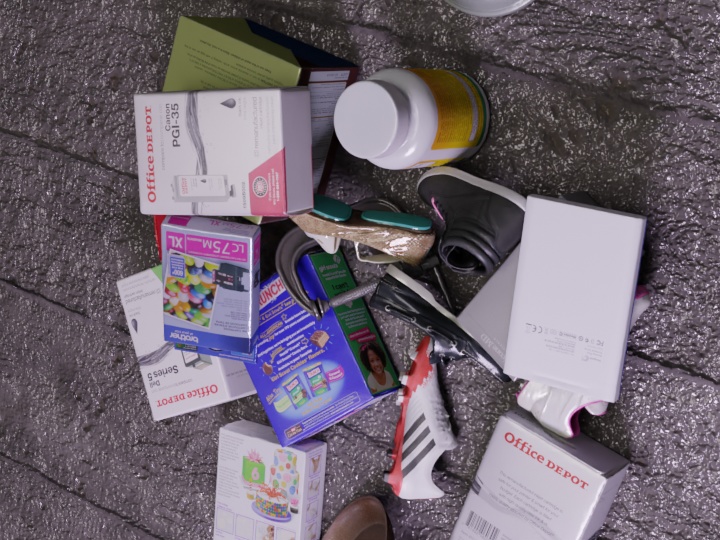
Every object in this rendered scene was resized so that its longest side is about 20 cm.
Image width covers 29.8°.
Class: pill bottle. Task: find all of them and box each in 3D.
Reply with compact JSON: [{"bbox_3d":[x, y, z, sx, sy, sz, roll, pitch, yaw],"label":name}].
[{"bbox_3d":[0.057,-0.173,1.538,0.112,0.199,0.114,5,99,32],"label":"pill bottle"}]

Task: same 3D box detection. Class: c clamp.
[{"bbox_3d":[0.000,0.000,1.651,0.198,0.027,0.172,-16,79,1],"label":"c clamp"}]

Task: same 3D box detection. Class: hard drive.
[{"bbox_3d":[0.230,0.029,1.460,0.131,0.025,0.202,14,105,27],"label":"hard drive"}]

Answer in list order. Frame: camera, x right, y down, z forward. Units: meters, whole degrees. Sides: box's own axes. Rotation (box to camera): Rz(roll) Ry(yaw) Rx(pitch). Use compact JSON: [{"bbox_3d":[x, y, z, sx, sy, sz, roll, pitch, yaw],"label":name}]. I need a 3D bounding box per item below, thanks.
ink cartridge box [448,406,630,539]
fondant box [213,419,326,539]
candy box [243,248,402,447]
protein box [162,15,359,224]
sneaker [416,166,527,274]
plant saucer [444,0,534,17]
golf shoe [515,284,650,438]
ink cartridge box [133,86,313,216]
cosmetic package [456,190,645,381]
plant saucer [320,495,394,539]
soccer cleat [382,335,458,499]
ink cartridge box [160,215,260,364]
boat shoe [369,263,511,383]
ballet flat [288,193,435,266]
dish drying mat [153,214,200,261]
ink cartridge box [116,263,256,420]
[{"bbox_3d":[0.204,0.279,1.572,0.146,0.086,0.201,30,110,26],"label":"ink cartridge box"},{"bbox_3d":[-0.123,0.315,1.806,0.143,0.058,0.202,11,103,31],"label":"fondant box"},{"bbox_3d":[-0.065,0.098,1.728,0.168,0.077,0.201,-30,81,33],"label":"candy box"},{"bbox_3d":[-0.137,-0.192,1.699,0.198,0.135,0.202,26,111,27],"label":"protein box"},{"bbox_3d":[0.107,-0.056,1.553,0.099,0.071,0.199,-49,35,-14],"label":"sneaker"},{"bbox_3d":[0.141,-0.393,1.544,0.199,0.050,0.202,5,100,32],"label":"plant saucer"},{"bbox_3d":[0.266,0.104,1.511,0.092,0.075,0.200,48,115,19],"label":"golf shoe"},{"bbox_3d":[-0.160,-0.138,1.581,0.198,0.083,0.148,1,98,24],"label":"ink cartridge box"},{"bbox_3d":[0.214,0.018,1.531,0.107,0.090,0.200,45,114,17],"label":"cosmetic package"},{"bbox_3d":[-0.010,0.384,1.697,0.036,0.201,0.201,28,119,-20],"label":"plant saucer"},{"bbox_3d":[0.083,0.182,1.655,0.084,0.069,0.202,11,89,-1],"label":"soccer cleat"},{"bbox_3d":[-0.186,0.031,1.680,0.118,0.042,0.202,9,122,9],"label":"ink cartridge box"},{"bbox_3d":[0.093,0.079,1.598,0.199,0.075,0.066,40,89,0],"label":"boat shoe"},{"bbox_3d":[-0.011,-0.046,1.621,0.198,0.071,0.066,14,113,10],"label":"ballet flat"},{"bbox_3d":[-0.236,-0.110,1.685,0.076,0.018,0.202,1,101,33],"label":"dish drying mat"},{"bbox_3d":[-0.229,0.088,1.828,0.145,0.084,0.202,-18,86,33],"label":"ink cartridge box"}]
